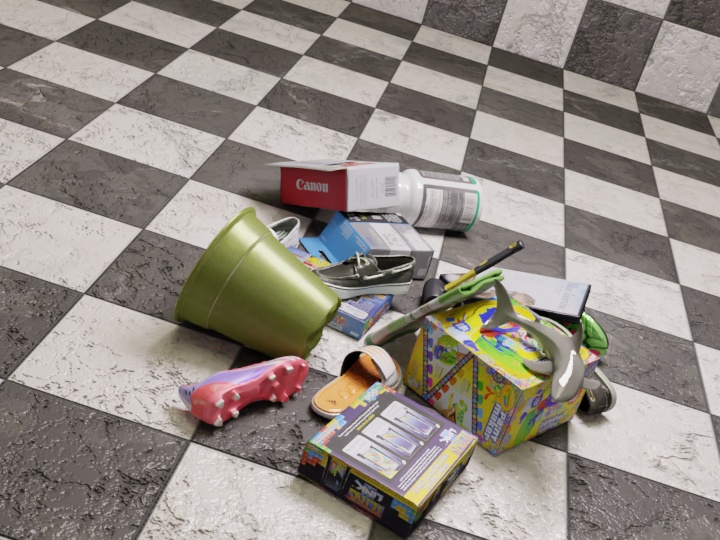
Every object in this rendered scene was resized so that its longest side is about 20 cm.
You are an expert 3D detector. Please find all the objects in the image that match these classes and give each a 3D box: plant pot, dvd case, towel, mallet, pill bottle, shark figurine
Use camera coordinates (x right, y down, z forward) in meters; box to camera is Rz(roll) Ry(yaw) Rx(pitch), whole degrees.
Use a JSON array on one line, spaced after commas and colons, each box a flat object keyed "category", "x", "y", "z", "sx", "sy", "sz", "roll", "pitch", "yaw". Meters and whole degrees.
[{"category": "plant pot", "x": -0.137, "y": 0.042, "z": 1.540, "sx": 0.190, "sy": 0.200, "sz": 0.200, "roll": 34, "pitch": 29, "yaw": 6}, {"category": "dvd case", "x": 0.288, "y": 0.039, "z": 1.821, "sx": 0.199, "sy": 0.018, "sz": 0.143, "roll": 11, "pitch": 25, "yaw": 16}, {"category": "towel", "x": 0.114, "y": 0.062, "z": 1.625, "sx": 0.149, "sy": 0.200, "sz": 0.031, "roll": -22, "pitch": 83, "yaw": -54}, {"category": "mallet", "x": 0.189, "y": 0.001, "z": 1.800, "sx": 0.041, "sy": 0.200, "sz": 0.066, "roll": 51, "pitch": 14, "yaw": -21}, {"category": "pill bottle", "x": 0.131, "y": -0.140, "z": 2.090, "sx": 0.199, "sy": 0.113, "sz": 0.113, "roll": 6, "pitch": 29, "yaw": -22}, {"category": "shark figurine", "x": 0.273, "y": 0.094, "z": 1.491, "sx": 0.128, "sy": 0.090, "sz": 0.215, "roll": 2, "pitch": 35, "yaw": -31}]

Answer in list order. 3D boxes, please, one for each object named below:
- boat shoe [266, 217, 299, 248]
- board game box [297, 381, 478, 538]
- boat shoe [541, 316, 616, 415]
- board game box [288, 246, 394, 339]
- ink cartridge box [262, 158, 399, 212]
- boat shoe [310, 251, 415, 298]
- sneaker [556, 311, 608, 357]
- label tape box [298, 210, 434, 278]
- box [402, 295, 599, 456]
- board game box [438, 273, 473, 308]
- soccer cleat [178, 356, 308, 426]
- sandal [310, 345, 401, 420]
[{"category": "boat shoe", "x": -0.167, "y": -0.044, "z": 1.784, "sx": 0.073, "sy": 0.067, "sz": 0.200, "roll": 24, "pitch": 28, "yaw": 14}, {"category": "board game box", "x": 0.039, "y": 0.239, "z": 1.379, "sx": 0.165, "sy": 0.057, "sz": 0.200, "roll": 29, "pitch": 29, "yaw": 18}, {"category": "boat shoe", "x": 0.318, "y": 0.148, "z": 1.680, "sx": 0.060, "sy": 0.072, "sz": 0.201, "roll": -10, "pitch": 47, "yaw": -41}, {"category": "board game box", "x": -0.060, "y": 0.033, "z": 1.734, "sx": 0.200, "sy": 0.035, "sz": 0.135, "roll": 24, "pitch": 28, "yaw": 14}, {"category": "ink cartridge box", "x": -0.058, "y": -0.160, "z": 1.976, "sx": 0.175, "sy": 0.084, "sz": 0.200, "roll": -9, "pitch": 13, "yaw": -40}, {"category": "boat shoe", "x": 0.000, "y": 0.000, "z": 1.720, "sx": 0.200, "sy": 0.064, "sz": 0.071, "roll": -3, "pitch": 33, "yaw": -34}, {"category": "sneaker", "x": 0.371, "y": 0.077, "z": 1.858, "sx": 0.084, "sy": 0.077, "sz": 0.200, "roll": -7, "pitch": 36, "yaw": -32}, {"category": "label tape box", "x": 0.010, "y": -0.047, "z": 1.898, "sx": 0.199, "sy": 0.063, "sz": 0.144, "roll": 1, "pitch": 30, "yaw": -30}, {"category": "box", "x": 0.209, "y": 0.148, "z": 1.578, "sx": 0.200, "sy": 0.122, "sz": 0.193, "roll": -14, "pitch": 41, "yaw": -45}, {"category": "board game box", "x": 0.238, "y": 0.069, "z": 1.839, "sx": 0.135, "sy": 0.035, "sz": 0.200, "roll": -2, "pitch": 32, "yaw": -32}, {"category": "soccer cleat", "x": -0.153, "y": 0.151, "z": 1.431, "sx": 0.076, "sy": 0.067, "sz": 0.200, "roll": 29, "pitch": 31, "yaw": 32}, {"category": "sandal", "x": 0.004, "y": 0.151, "z": 1.522, "sx": 0.079, "sy": 0.059, "sz": 0.207, "roll": 27, "pitch": 28, "yaw": 18}]
